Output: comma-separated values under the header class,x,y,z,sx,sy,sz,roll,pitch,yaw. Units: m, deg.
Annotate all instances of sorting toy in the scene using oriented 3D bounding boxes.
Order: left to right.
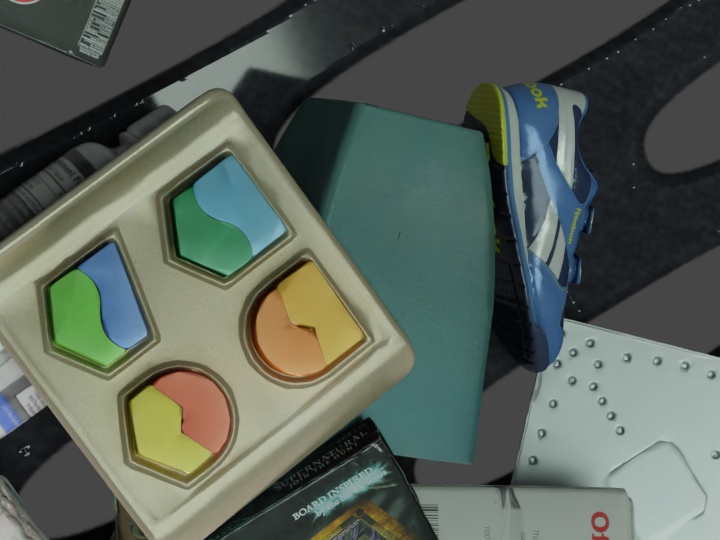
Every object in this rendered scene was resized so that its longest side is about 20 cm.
class,x,y,z,sx,sy,sz,roll,pitch,yaw
sorting toy,-0.089,0.029,0.946,0.185,0.036,0.201,-37,100,-12

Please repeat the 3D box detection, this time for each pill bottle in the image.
class,x,y,z,sx,sy,sz,roll,pitch,yaw
pill bottle,-0.168,-0.002,1.002,0.199,0.114,0.114,-36,114,-12

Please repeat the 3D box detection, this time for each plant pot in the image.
class,x,y,z,sx,sy,sz,roll,pitch,yaw
plant pot,0.000,0.000,1.068,0.140,0.141,0.202,11,92,-25

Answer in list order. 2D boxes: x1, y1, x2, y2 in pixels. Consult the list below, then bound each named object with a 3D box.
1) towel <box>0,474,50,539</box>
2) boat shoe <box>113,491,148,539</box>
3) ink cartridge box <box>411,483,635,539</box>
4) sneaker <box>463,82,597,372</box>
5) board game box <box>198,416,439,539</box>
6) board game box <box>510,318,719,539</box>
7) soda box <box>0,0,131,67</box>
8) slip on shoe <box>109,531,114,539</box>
class,x,y,z,sx,sy,sz,roll,pitch,yaw
towel,-0.238,0.239,1.037,0.190,0.032,0.201,-29,111,11
boat shoe,-0.117,0.141,1.023,0.074,0.068,0.202,-6,91,-1
ink cartridge box,0.074,0.219,1.111,0.198,0.083,0.148,1,72,-2
sneaker,0.123,-0.030,1.146,0.082,0.074,0.202,-12,108,-23
board game box,-0.049,0.190,1.006,0.199,0.028,0.136,-31,121,-6
board game box,0.203,0.153,1.190,0.198,0.026,0.202,14,86,-1
soda box,-0.228,-0.181,0.957,0.199,0.071,0.064,22,92,-26
slip on shoe,-0.118,0.182,1.098,0.201,0.074,0.061,-57,138,-3
